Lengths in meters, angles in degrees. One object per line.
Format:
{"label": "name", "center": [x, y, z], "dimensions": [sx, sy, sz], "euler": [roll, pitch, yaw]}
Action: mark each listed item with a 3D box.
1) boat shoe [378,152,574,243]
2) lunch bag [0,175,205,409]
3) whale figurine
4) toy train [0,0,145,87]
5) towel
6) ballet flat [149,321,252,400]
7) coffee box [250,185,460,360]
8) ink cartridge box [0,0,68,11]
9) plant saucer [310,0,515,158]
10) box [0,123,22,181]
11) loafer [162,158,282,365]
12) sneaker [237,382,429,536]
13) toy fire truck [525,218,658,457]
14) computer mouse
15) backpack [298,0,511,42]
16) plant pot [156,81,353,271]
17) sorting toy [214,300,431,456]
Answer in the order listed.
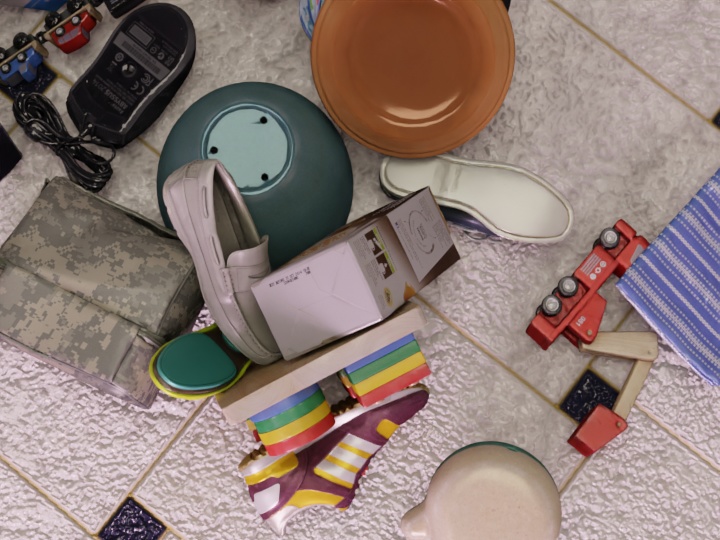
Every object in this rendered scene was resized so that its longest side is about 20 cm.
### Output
{"label": "boat shoe", "center": [0.114, -0.069, 1.716], "dimensions": [0.198, 0.062, 0.076], "euler": [12, 80, 5]}
{"label": "lunch bag", "center": [-0.246, 0.019, 1.650], "dimensions": [0.199, 0.139, 0.169], "euler": [25, 85, 11]}
{"label": "whale figurine", "center": [0.114, 0.257, 1.639], "dimensions": [0.158, 0.104, 0.202], "euler": [16, 102, 2]}
{"label": "toy train", "center": [-0.292, -0.243, 1.747], "dimensions": [0.199, 0.034, 0.046], "euler": [-32, 72, 7]}
{"label": "towel", "center": [0.360, -0.003, 1.696], "dimensions": [0.145, 0.024, 0.200], "euler": [46, 72, -2]}
{"label": "ballet flat", "center": [-0.139, 0.085, 1.630], "dimensions": [0.067, 0.200, 0.067], "euler": [45, 126, 7]}
{"label": "coffee box", "center": [0.000, 0.000, 1.609], "dimensions": [0.114, 0.200, 0.080], "euler": [-23, 96, 30]}
{"label": "ink cartridge box", "center": [-0.380, -0.332, 1.716], "dimensions": [0.199, 0.067, 0.117], "euler": [2, 75, -37]}
{"label": "plant saucer", "center": [0.051, -0.205, 1.655], "dimensions": [0.198, 0.037, 0.202], "euler": [0, 104, -1]}
{"label": "box", "center": [-0.442, -0.165, 1.691], "dimensions": [0.104, 0.148, 0.200], "euler": [-43, 80, -8]}
{"label": "loafer", "center": [-0.114, -0.007, 1.593], "dimensions": [0.070, 0.069, 0.201], "euler": [-39, 106, -47]}
{"label": "sneaker", "center": [-0.014, 0.178, 1.663], "dimensions": [0.199, 0.075, 0.091], "euler": [-26, 95, -6]}
{"label": "toy fire truck", "center": [0.240, 0.065, 1.693], "dimensions": [0.141, 0.049, 0.200], "euler": [41, 79, 6]}
{"label": "computer mouse", "center": [-0.242, -0.183, 1.746], "dimensions": [0.200, 0.053, 0.138], "euler": [-46, 72, -2]}
{"label": "backpack", "center": [0.038, -0.258, 1.725], "dimensions": [0.198, 0.154, 0.165], "euler": [16, 98, 16]}
{"label": "plant pot", "center": [-0.106, -0.100, 1.684], "dimensions": [0.198, 0.135, 0.202], "euler": [0, 77, 0]}
{"label": "sorting toy", "center": [-0.033, 0.101, 1.616], "dimensions": [0.197, 0.200, 0.070], "euler": [-27, 96, -6]}
